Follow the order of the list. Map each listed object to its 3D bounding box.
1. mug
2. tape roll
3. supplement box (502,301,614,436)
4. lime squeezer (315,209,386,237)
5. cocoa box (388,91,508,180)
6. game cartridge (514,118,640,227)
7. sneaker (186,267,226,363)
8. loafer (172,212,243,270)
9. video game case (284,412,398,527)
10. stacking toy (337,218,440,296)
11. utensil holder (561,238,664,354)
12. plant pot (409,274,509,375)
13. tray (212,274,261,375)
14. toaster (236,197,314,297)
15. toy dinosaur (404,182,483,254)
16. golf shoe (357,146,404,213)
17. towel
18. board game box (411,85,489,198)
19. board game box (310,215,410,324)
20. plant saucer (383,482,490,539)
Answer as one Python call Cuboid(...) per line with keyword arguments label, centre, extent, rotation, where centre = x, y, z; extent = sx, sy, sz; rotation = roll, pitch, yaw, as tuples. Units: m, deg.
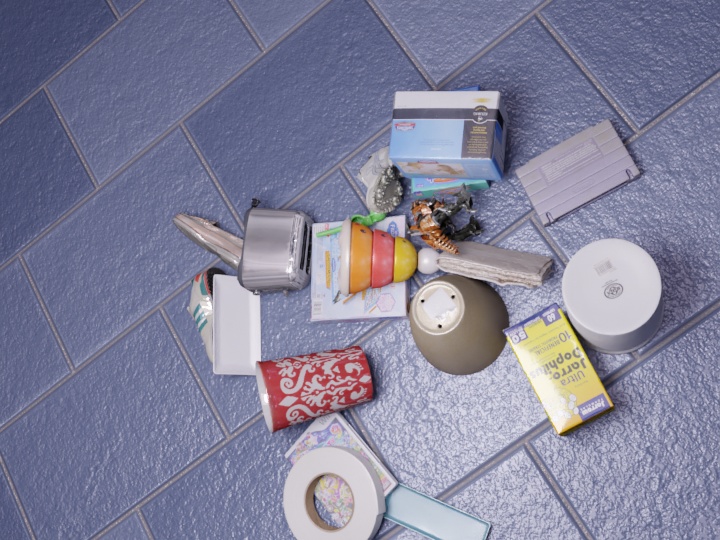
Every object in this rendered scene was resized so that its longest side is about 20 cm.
Cuboid(label="mug", centre=(-0.092, 0.203, 1.592), extent=(0.197, 0.135, 0.178), rotation=(-12, 31, -13))
Cuboid(label="tape roll", centre=(-0.051, 0.430, 1.572), extent=(0.200, 0.037, 0.206), rotation=(-3, 83, 26))
Cuboid(label="supplement box", centre=(0.348, 0.175, 1.477), extent=(0.108, 0.109, 0.202), rotation=(-30, 71, 10))
Cuboid(label="lime squeezer", centre=(0.006, -0.110, 1.654), extent=(0.199, 0.038, 0.071), rotation=(-32, 45, -8))
Cuboid(label="cocoa box", centre=(0.166, -0.249, 1.572), extent=(0.197, 0.133, 0.133), rotation=(4, 81, 19))
Cuboid(label="game cartridge", centre=(0.404, -0.183, 1.580), extent=(0.198, 0.038, 0.131), rotation=(-28, 67, 11))
Cuboid(label="sneaker", centre=(-0.313, 0.099, 1.753), extent=(0.093, 0.070, 0.203), rotation=(-15, 81, 42))
Cuboid(label="loafer", centre=(-0.307, -0.070, 1.786), extent=(0.199, 0.072, 0.063), rotation=(34, 73, 16))
Cuboid(label="video game case", centre=(-0.039, 0.378, 1.602), extent=(0.200, 0.018, 0.144), rotation=(47, 105, 22))
Cuboid(label="stacking toy", centre=(0.056, -0.022, 1.588), extent=(0.197, 0.146, 0.148), rotation=(2, 78, -1))
Cuboid(label="utensil holder", centre=(0.429, 0.047, 1.430), extent=(0.168, 0.200, 0.172), rotation=(-4, 77, 17))
Cuboid(label="plant pot", centre=(0.160, 0.083, 1.514), extent=(0.185, 0.200, 0.190), rotation=(-4, 76, 18))
Cuboid(label="tray", centre=(-0.254, 0.112, 1.716), extent=(0.022, 0.106, 0.203), rotation=(-22, 66, 55))
Cuboid(label="toaster", centre=(-0.167, -0.047, 1.704), extent=(0.127, 0.114, 0.203), rotation=(2, 76, 15))
Cuboid(label="toy dinosaur", centre=(0.156, -0.083, 1.592), extent=(0.134, 0.103, 0.201), rotation=(-21, 53, 1))
Cuboid(label="golf shoe", centre=(0.034, -0.173, 1.652), extent=(0.096, 0.079, 0.201), rotation=(-10, 33, 28))
Cuboid(label="towel", centre=(0.249, -0.012, 1.546), extent=(0.198, 0.132, 0.035), rotation=(13, 110, 22))
Cuboid(label="board game box", centre=(0.172, -0.253, 1.667), extent=(0.150, 0.045, 0.203), rotation=(-6, 76, 17))
Cuboid(label="board game box", centre=(0.000, 0.000, 1.671), extent=(0.197, 0.041, 0.203), rotation=(-3, 76, 18))
Cuboid(label="plant saucer", centre=(0.136, 0.454, 1.537), extent=(0.198, 0.019, 0.071), rotation=(19, 84, 21))
